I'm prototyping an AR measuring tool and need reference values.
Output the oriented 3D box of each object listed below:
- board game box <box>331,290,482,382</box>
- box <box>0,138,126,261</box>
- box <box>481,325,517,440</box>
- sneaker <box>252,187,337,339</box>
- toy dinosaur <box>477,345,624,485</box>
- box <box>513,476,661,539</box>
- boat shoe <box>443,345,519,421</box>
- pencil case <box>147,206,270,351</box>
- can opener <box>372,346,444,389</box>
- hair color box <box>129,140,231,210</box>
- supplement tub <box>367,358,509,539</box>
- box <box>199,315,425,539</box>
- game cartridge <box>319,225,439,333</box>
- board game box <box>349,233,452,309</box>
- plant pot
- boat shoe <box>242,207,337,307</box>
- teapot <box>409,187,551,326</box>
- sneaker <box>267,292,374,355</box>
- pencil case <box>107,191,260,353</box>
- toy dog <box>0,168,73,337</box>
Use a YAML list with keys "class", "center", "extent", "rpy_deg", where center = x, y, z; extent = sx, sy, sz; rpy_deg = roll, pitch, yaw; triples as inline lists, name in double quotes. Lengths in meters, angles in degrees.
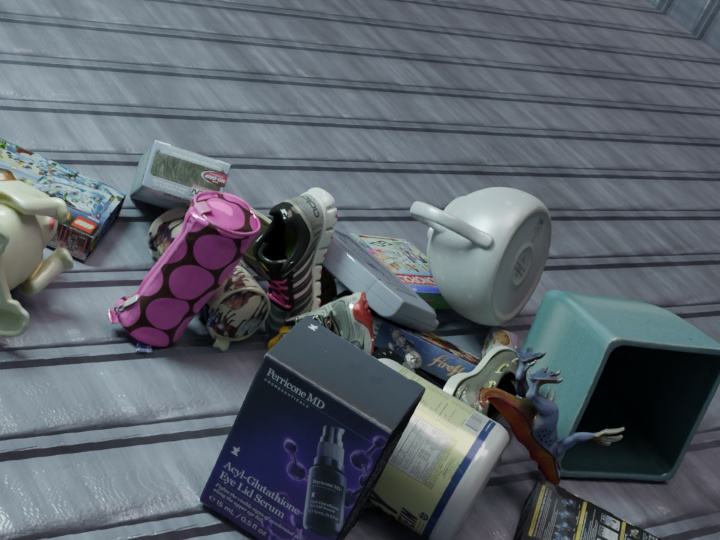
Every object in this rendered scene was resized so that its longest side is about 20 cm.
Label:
- class: "board game box"
  center: [0.056, 0.086, 1.730]
  extent: [0.199, 0.035, 0.135]
  rpy_deg: [26, 4, 3]
- class: "box"
  center: [-0.406, -0.094, 1.725]
  extent: [0.199, 0.040, 0.137]
  rpy_deg: [24, 27, -2]
- class: "box"
  center: [0.180, 0.142, 1.780]
  extent: [0.041, 0.039, 0.200]
  rpy_deg: [21, 29, -6]
- class: "sneaker"
  center: [-0.091, -0.002, 1.647]
  extent: [0.087, 0.201, 0.074]
  rpy_deg: [-8, 32, -44]
- class: "toy dinosaur"
  center: [0.193, 0.181, 1.589]
  extent: [0.199, 0.182, 0.105]
  rpy_deg: [-14, 29, -25]
- class: "box"
  center: [0.242, 0.325, 1.512]
  extent: [0.161, 0.049, 0.200]
  rpy_deg: [28, 28, 3]
- class: "boat shoe"
  center: [0.156, 0.141, 1.621]
  extent: [0.060, 0.072, 0.201]
  rpy_deg: [17, 19, 24]
- class: "pencil case"
  center: [-0.189, 0.004, 1.680]
  extent: [0.078, 0.089, 0.200]
  rpy_deg: [39, 7, -48]
- class: "can opener"
  center: [0.089, 0.161, 1.652]
  extent: [0.199, 0.079, 0.064]
  rpy_deg: [32, 36, -9]
- class: "hair color box"
  center: [-0.232, -0.113, 1.765]
  extent: [0.098, 0.061, 0.200]
  rpy_deg: [17, -5, -13]
- class: "supplement tub"
  center: [0.043, 0.185, 1.492]
  extent: [0.199, 0.145, 0.145]
  rpy_deg: [30, 29, 11]
- class: "box"
  center: [-0.049, 0.173, 1.384]
  extent: [0.148, 0.201, 0.104]
  rpy_deg: [30, 29, 10]
- class: "game cartridge"
  center: [0.000, 0.000, 1.713]
  extent: [0.200, 0.041, 0.133]
  rpy_deg: [42, 5, 30]
- class: "board game box"
  center: [0.045, 0.001, 1.882]
  extent: [0.135, 0.029, 0.200]
  rpy_deg: [42, 21, 29]
- class: "plant pot"
  center: [0.306, 0.127, 1.760]
  extent: [0.195, 0.197, 0.200]
  rpy_deg: [7, 25, -28]
- class: "boat shoe"
  center: [-0.103, -0.020, 1.741]
  extent: [0.200, 0.075, 0.068]
  rpy_deg: [47, -1, -34]
- class: "teapot"
  center: [0.152, -0.031, 1.847]
  extent: [0.146, 0.201, 0.197]
  rpy_deg: [23, 40, 26]
- class: "sneaker"
  center: [-0.045, 0.081, 1.586]
  extent: [0.082, 0.200, 0.078]
  rpy_deg: [-2, 71, -27]
- class: "pencil case"
  center: [-0.199, -0.002, 1.563]
  extent: [0.093, 0.200, 0.091]
  rpy_deg: [20, 32, -34]
- class: "toy dog"
  center: [-0.410, -0.028, 1.544]
  extent: [0.193, 0.140, 0.200]
  rpy_deg: [-8, 25, 17]
